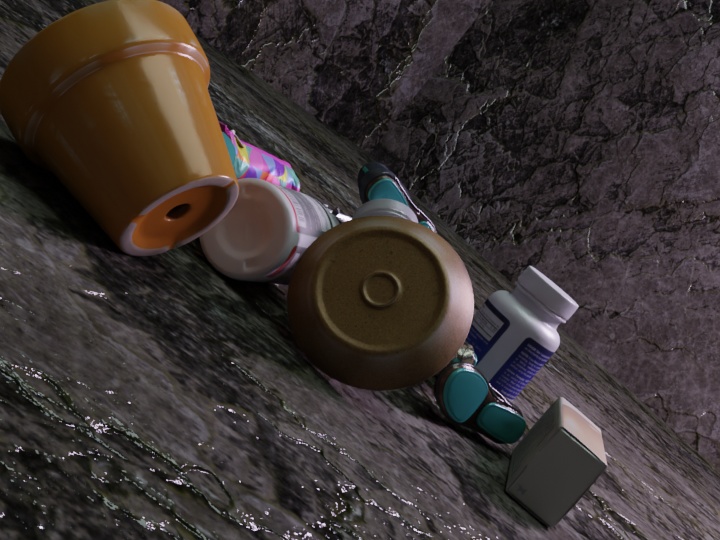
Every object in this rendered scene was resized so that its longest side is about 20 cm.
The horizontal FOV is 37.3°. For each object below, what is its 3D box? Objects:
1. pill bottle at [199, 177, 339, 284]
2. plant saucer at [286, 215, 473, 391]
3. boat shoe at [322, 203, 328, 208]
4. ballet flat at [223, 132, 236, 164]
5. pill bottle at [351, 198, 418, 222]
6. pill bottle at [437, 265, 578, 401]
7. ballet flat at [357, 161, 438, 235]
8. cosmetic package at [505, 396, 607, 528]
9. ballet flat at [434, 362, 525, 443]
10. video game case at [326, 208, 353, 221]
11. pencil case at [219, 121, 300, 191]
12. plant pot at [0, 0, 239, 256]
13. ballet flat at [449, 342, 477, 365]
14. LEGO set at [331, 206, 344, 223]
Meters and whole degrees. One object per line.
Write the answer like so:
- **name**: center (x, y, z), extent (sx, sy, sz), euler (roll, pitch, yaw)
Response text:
- **pill bottle**: center (-0.097, -0.041, 1.249), extent (0.114, 0.114, 0.200), euler (41, 9, 15)
- **plant saucer**: center (0.021, 0.026, 1.127), extent (0.200, 0.200, 0.035), euler (41, -16, 15)
- **boat shoe**: center (-0.068, -0.072, 1.678), extent (0.075, 0.062, 0.200), euler (42, 8, 32)
- **ballet flat**: center (-0.192, -0.105, 1.303), extent (0.068, 0.068, 0.200), euler (57, 14, -22)
- **pill bottle**: center (0.022, 0.010, 1.249), extent (0.112, 0.112, 0.200), euler (35, 37, -23)
- **pill bottle**: center (0.208, 0.098, 1.499), extent (0.120, 0.200, 0.120), euler (38, 9, -7)
- **ballet flat**: center (0.049, -0.064, 1.374), extent (0.073, 0.073, 0.200), euler (50, -6, 50)
- **cosmetic package**: center (0.237, 0.228, 1.295), extent (0.071, 0.105, 0.200), euler (40, 11, 6)
- **ballet flat**: center (0.132, 0.159, 1.314), extent (0.068, 0.068, 0.200), euler (36, -5, 44)
- **video game case**: center (-0.122, -0.092, 1.439), extent (0.143, 0.018, 0.200), euler (10, -4, 37)
- **pencil case**: center (-0.170, -0.150, 1.584), extent (0.088, 0.088, 0.200), euler (44, 9, 29)
- **plant pot**: center (-0.213, -0.122, 1.016), extent (0.183, 0.200, 0.200), euler (59, 15, 17)
- **ballet flat**: center (0.095, 0.097, 1.436), extent (0.075, 0.068, 0.200), euler (28, 1, -13)
- **LEGO set**: center (0.000, 0.000, 1.416), extent (0.200, 0.116, 0.154), euler (42, 10, 17)
